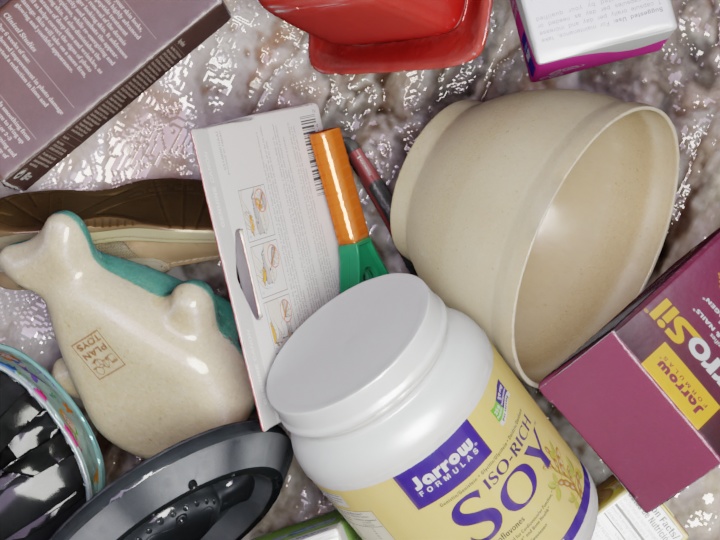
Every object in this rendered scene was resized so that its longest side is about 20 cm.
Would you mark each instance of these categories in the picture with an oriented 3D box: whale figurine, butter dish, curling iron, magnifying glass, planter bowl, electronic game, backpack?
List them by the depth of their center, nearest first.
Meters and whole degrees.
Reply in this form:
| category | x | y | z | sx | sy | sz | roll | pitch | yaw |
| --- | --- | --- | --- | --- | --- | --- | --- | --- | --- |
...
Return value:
| category | x | y | z | sx | sy | sz | roll | pitch | yaw |
| --- | --- | --- | --- | --- | --- | --- | --- | --- | --- |
| electronic game | -0.131 | 0.166 | 1.310 | 0.200 | 0.200 | 0.042 | -36 | 68 | 0 |
| butter dish | -0.011 | -0.239 | 1.311 | 0.148 | 0.199 | 0.200 | 7 | 88 | -37 |
| planter bowl | 0.106 | -0.038 | 1.328 | 0.135 | 0.200 | 0.200 | 26 | 88 | 30 |
| backpack | -0.275 | 0.149 | 1.336 | 0.200 | 0.151 | 0.178 | -37 | 92 | 8 |
| whale figurine | -0.151 | 0.036 | 1.346 | 0.159 | 0.104 | 0.200 | -32 | 107 | 37 |
| magnifying glass | 0.000 | 0.000 | 1.363 | 0.022 | 0.080 | 0.200 | -9 | 99 | 32 |
| curling iron | 0.029 | -0.012 | 1.399 | 0.050 | 0.026 | 0.200 | -39 | 92 | 21 |

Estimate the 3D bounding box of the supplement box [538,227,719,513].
| category | x | y | z | sx | sy | sz | roll | pitch | yaw |
| --- | --- | --- | --- | --- | --- | --- | --- | --- | --- |
| supplement box | 0.226 | 0.054 | 1.303 | 0.110 | 0.086 | 0.200 | 50 | 48 | 4 |

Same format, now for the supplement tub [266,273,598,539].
| category | x | y | z | sx | sy | sz | roll | pitch | yaw |
| --- | --- | --- | --- | --- | --- | --- | --- | --- | --- |
| supplement tub | 0.046 | 0.114 | 1.259 | 0.145 | 0.145 | 0.200 | -38 | 116 | 0 |

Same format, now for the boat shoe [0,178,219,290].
| category | x | y | z | sx | sy | sz | roll | pitch | yaw |
| --- | --- | --- | --- | --- | --- | --- | --- | --- | --- |
| boat shoe | -0.163 | -0.020 | 1.390 | 0.200 | 0.071 | 0.065 | -1 | 122 | 2 |

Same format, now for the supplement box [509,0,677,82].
| category | x | y | z | sx | sy | sz | roll | pitch | yaw |
| --- | --- | --- | --- | --- | --- | --- | --- | --- | --- |
| supplement box | 0.144 | -0.243 | 1.366 | 0.103 | 0.101 | 0.200 | -16 | 87 | 1 |

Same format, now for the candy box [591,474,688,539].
| category | x | y | z | sx | sy | sz | roll | pitch | yaw |
| --- | --- | --- | --- | --- | --- | --- | --- | --- | --- |
| candy box | 0.123 | 0.216 | 1.338 | 0.200 | 0.115 | 0.055 | -38 | 88 | 0 |

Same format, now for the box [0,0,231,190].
| category | x | y | z | sx | sy | sz | roll | pitch | yaw |
| --- | --- | --- | --- | --- | --- | --- | --- | --- | --- |
| box | -0.200 | -0.158 | 1.389 | 0.200 | 0.075 | 0.100 | -39 | 86 | 1 |

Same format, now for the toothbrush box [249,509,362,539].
| category | x | y | z | sx | sy | sz | roll | pitch | yaw |
| --- | --- | --- | --- | --- | --- | --- | --- | --- | --- |
| toothbrush box | -0.023 | 0.242 | 1.300 | 0.086 | 0.200 | 0.146 | -19 | 88 | 1 |

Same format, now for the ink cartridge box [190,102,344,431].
| category | x | y | z | sx | sy | sz | roll | pitch | yaw |
| --- | --- | --- | --- | --- | --- | --- | --- | --- | --- |
| ink cartridge box | -0.062 | -0.004 | 1.315 | 0.045 | 0.176 | 0.200 | -11 | 94 | 28 |
